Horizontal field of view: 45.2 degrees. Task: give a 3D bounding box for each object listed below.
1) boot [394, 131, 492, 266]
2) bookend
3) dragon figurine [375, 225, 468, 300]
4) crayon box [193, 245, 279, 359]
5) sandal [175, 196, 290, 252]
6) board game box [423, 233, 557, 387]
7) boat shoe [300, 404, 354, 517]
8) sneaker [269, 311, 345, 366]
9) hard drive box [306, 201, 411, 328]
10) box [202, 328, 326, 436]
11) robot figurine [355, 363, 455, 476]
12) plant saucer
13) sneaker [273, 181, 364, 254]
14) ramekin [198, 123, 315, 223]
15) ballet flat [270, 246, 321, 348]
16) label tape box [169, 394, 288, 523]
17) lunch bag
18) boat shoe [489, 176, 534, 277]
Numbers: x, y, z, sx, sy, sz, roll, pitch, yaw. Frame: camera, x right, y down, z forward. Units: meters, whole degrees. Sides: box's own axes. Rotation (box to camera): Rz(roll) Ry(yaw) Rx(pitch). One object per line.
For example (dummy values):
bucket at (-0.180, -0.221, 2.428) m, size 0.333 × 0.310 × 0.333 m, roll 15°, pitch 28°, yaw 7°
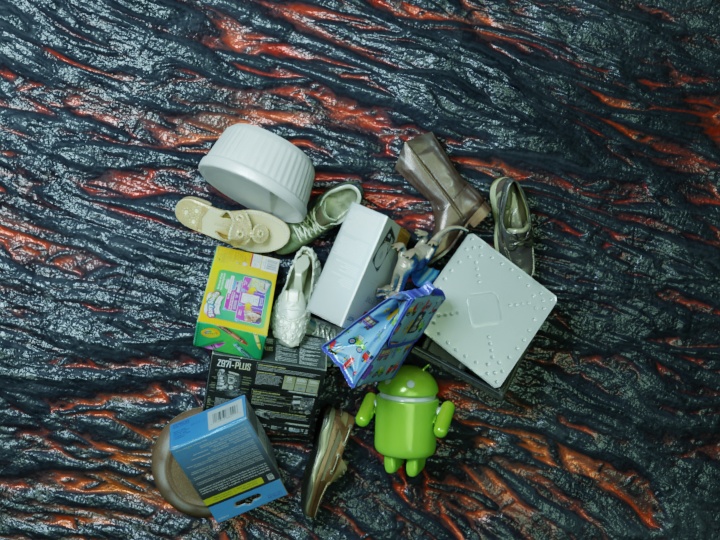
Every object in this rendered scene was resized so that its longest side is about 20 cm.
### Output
boot at (0.115, -0.130, 1.587) m, size 0.186 × 0.064 × 0.201 m, roll -42°, pitch 94°, yaw -1°
bookend at (0.212, 0.102, 1.596) m, size 0.196 × 0.092 × 0.203 m, roll 29°, pitch 87°, yaw -9°
dragon figurine at (0.103, -0.012, 1.529) m, size 0.198 × 0.059 × 0.101 m, roll -32°, pitch 139°, yaw -30°
crayon box at (-0.209, 0.051, 1.477) m, size 0.116 × 0.202 × 0.059 m, roll 13°, pitch 129°, yaw -7°
sandal at (-0.230, -0.071, 1.507) m, size 0.208 × 0.070 × 0.079 m, roll 17°, pitch 112°, yaw 3°
board game box at (0.218, 0.071, 1.543) m, size 0.199 × 0.026 × 0.201 m, roll 37°, pitch 78°, yaw 4°
boat shoe at (-0.057, 0.352, 1.578) m, size 0.072 × 0.076 × 0.204 m, roll 14°, pitch 92°, yaw -12°
sneaker at (-0.085, 0.115, 1.544) m, size 0.196 × 0.087 × 0.076 m, roll 7°, pitch 53°, yaw -11°
hard drive box at (0.000, 0.000, 1.519) m, size 0.076 × 0.156 × 0.203 m, roll 23°, pitch 90°, yaw 21°
box at (-0.169, 0.191, 1.508) m, size 0.196 × 0.087 × 0.166 m, roll 9°, pitch 126°, yaw -9°
robot figurine at (0.084, 0.265, 1.572) m, size 0.172 × 0.115 × 0.205 m, roll 4°, pitch 94°, yaw 21°
plant saucer at (-0.279, 0.351, 1.562) m, size 0.196 × 0.037 × 0.205 m, roll -1°, pitch 94°, yaw -9°
sneaker at (-0.077, -0.097, 1.541) m, size 0.198 × 0.090 × 0.068 m, roll -34°, pitch 98°, yaw -5°
ramekin at (-0.168, -0.169, 1.477) m, size 0.200 × 0.202 × 0.096 m, roll 27°, pitch 78°, yaw -9°
ballet flat at (-0.113, 0.037, 1.505) m, size 0.071 × 0.072 × 0.202 m, roll 19°, pitch 48°, yaw -9°
label tape box at (-0.226, 0.329, 1.500) m, size 0.142 × 0.064 × 0.202 m, roll -21°, pitch 125°, yaw 0°
lunch bag at (0.055, 0.090, 1.450) m, size 0.094 × 0.150 × 0.201 m, roll 49°, pitch 111°, yaw 20°
boat shoe at (0.287, -0.073, 1.611) m, size 0.072 × 0.065 × 0.204 m, roll -17°, pitch 96°, yaw -9°
